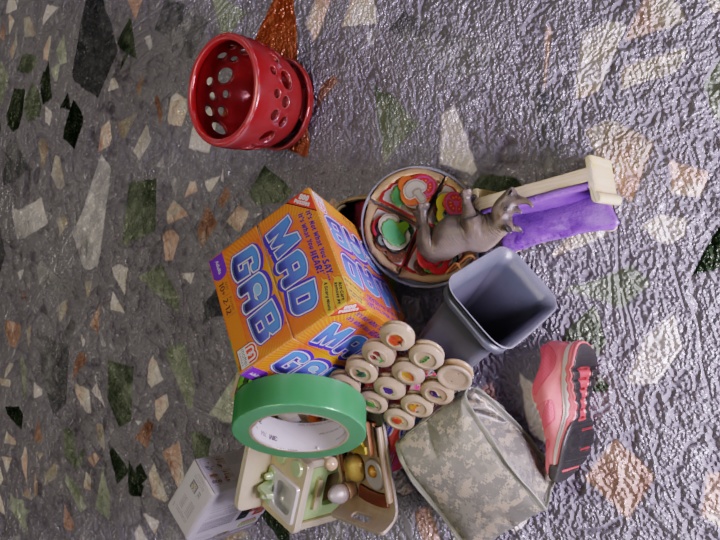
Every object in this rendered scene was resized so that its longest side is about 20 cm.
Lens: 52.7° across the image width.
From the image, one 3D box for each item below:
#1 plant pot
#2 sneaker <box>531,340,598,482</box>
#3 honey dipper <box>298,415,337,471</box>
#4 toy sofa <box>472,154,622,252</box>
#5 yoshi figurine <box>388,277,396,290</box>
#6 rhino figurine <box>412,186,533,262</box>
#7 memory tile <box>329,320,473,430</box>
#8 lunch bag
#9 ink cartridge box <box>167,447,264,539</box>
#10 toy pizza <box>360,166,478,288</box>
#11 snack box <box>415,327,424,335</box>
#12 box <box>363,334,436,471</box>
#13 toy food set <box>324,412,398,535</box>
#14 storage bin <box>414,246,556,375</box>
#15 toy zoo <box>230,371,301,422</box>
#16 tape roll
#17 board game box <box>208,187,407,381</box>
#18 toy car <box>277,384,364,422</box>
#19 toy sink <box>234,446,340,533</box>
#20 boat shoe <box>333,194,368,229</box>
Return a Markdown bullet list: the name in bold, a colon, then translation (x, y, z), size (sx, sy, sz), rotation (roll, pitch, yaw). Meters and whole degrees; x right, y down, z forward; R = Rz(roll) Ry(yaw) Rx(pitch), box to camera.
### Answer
- **plant pot**: translation (-0.197, -0.324, 1.371), size (0.197, 0.180, 0.206), rotation (0, 89, 40)
- **sneaker**: translation (0.287, 0.198, 1.050), size (0.086, 0.073, 0.205), rotation (8, 92, 53)
- **honey dipper**: translation (-0.096, 0.235, 1.179), size (0.038, 0.038, 0.202), rotation (-41, 74, 32)
- **toy sofa**: translation (0.266, -0.090, 1.045), size (0.197, 0.082, 0.100), rotation (-13, 81, 40)
- **yoshi figurine**: translation (-0.008, 0.009, 1.267), size (0.197, 0.111, 0.115), rotation (-1, 97, 38)
- **rhino figurine**: translation (0.159, -0.068, 1.046), size (0.197, 0.059, 0.090), rotation (-14, 79, 35)
- **memory tile**: translation (0.054, 0.156, 1.032), size (0.152, 0.017, 0.200), rotation (33, 134, -10)
- **lunch bag**: translation (0.166, 0.284, 1.084), size (0.201, 0.117, 0.164), rotation (50, 121, 4)
- **ink cartridge box**: translation (-0.262, 0.438, 1.415), size (0.084, 0.198, 0.177), rotation (47, 116, 30)
- **toy pizza**: translation (0.098, -0.073, 1.136), size (0.032, 0.196, 0.204), rotation (106, 147, -72)
- **snack box**: translation (0.135, 0.193, 1.193), size (0.071, 0.024, 0.204), rotation (-31, 71, 38)
- **box**: translation (0.063, 0.219, 1.179), size (0.095, 0.098, 0.204), rotation (40, 125, 39)
- **toy food set**: translation (-0.016, 0.308, 1.170), size (0.142, 0.059, 0.205), rotation (-4, 96, 53)
- **storage bin**: translation (0.166, 0.067, 1.058), size (0.146, 0.199, 0.135), rotation (49, 129, 13)
- **toy zoo**: translation (-0.180, 0.249, 1.463), size (0.198, 0.020, 0.134), rotation (31, 109, 36)
- **tape roll**: translation (-0.089, 0.216, 1.061), size (0.199, 0.199, 0.049), rotation (-29, 47, 36)
- **board game box**: translation (-0.074, 0.046, 1.095), size (0.198, 0.199, 0.203), rotation (-33, 57, 15)
- **toy car**: translation (-0.062, 0.183, 1.294), size (0.148, 0.175, 0.203), rotation (27, 110, 0)
- **toy sink**: translation (-0.103, 0.369, 1.276), size (0.111, 0.197, 0.133), rotation (23, 104, 45)
- **boat shoe**: translation (-0.021, -0.096, 1.295), size (0.197, 0.068, 0.076), rotation (-20, 78, 38)
